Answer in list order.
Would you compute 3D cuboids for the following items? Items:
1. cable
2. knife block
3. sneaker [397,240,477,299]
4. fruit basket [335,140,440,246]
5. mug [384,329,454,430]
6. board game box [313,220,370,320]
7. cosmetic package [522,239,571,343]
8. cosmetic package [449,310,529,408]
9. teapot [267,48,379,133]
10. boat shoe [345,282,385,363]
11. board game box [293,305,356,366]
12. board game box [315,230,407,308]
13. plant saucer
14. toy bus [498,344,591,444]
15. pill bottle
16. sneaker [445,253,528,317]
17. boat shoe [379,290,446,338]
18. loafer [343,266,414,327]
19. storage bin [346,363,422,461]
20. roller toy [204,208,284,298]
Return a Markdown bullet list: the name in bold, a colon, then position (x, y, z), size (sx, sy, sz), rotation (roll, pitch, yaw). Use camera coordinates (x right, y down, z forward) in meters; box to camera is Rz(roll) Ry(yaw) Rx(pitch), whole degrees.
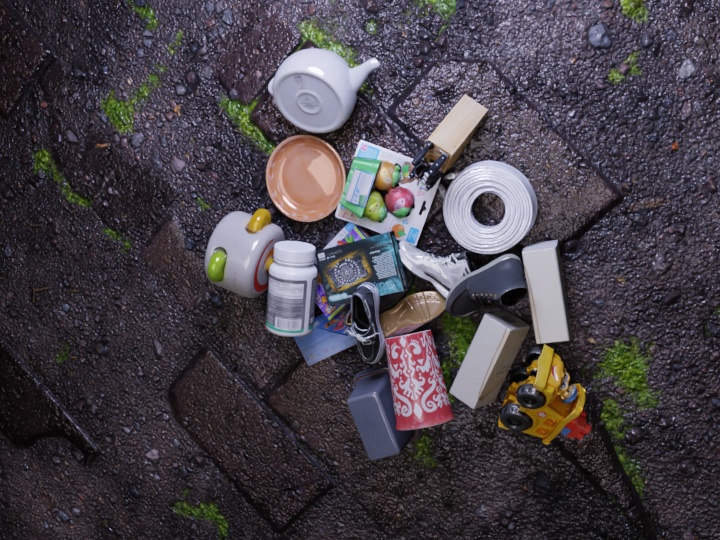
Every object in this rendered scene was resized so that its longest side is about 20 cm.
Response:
- **cable**: position (0.278, -0.135, 1.559), size (0.199, 0.069, 0.201), rotation (-19, 95, 21)
- **knife block**: position (0.177, -0.265, 1.507), size (0.064, 0.176, 0.201), rotation (35, 110, 7)
- **sneaker**: position (0.181, -0.024, 1.604), size (0.200, 0.076, 0.116), rotation (38, 121, -3)
- **fruit basket**: position (0.060, -0.170, 1.611), size (0.199, 0.094, 0.186), rotation (23, 108, 9)
- **mug**: position (0.120, 0.243, 1.629), size (0.132, 0.178, 0.202), rotation (-11, 86, -9)
- **board game box**: position (-0.039, 0.000, 1.693), size (0.200, 0.045, 0.135), rotation (-45, 77, 21)
- **cosmetic package**: position (0.399, 0.044, 1.542), size (0.073, 0.103, 0.202), rotation (-9, 98, 20)
- **cosmetic package**: position (0.285, 0.195, 1.595), size (0.073, 0.103, 0.201), rotation (32, 112, 33)
- **teapot**: position (-0.092, -0.410, 1.584), size (0.199, 0.147, 0.198), rotation (28, 143, -9)
- **boat shoe**: position (0.010, 0.129, 1.603), size (0.073, 0.068, 0.201), rotation (16, 122, 25)
- **board game box**: position (-0.067, 0.149, 1.759), size (0.199, 0.019, 0.103), rotation (-27, 93, 21)
- **board game box**: position (0.000, 0.000, 1.628), size (0.199, 0.028, 0.136), rotation (-13, 91, 27)
- **plant saucer**: position (-0.124, -0.215, 1.689), size (0.199, 0.037, 0.202), rotation (4, 102, 18)
- **toy bus**: position (0.413, 0.281, 1.547), size (0.191, 0.136, 0.201), rotation (26, 138, 6)
- **pill bottle**: position (-0.157, 0.041, 1.661), size (0.112, 0.113, 0.202), rotation (10, 106, 15)
- **sneaker**: position (0.261, 0.055, 1.530), size (0.075, 0.107, 0.200), rotation (36, 120, -26)
- **boat shoe**: position (0.109, 0.105, 1.669), size (0.199, 0.069, 0.071), rotation (-24, 72, 13)
- **loafer**: position (0.044, 0.068, 1.669), size (0.200, 0.072, 0.073), rotation (-43, 89, 10)
- **storage bin**: position (0.056, 0.341, 1.700), size (0.145, 0.134, 0.201), rotation (-19, 96, 21)
- **roller toy**: position (-0.263, -0.037, 1.696), size (0.139, 0.183, 0.201), rotation (21, 74, 14)
